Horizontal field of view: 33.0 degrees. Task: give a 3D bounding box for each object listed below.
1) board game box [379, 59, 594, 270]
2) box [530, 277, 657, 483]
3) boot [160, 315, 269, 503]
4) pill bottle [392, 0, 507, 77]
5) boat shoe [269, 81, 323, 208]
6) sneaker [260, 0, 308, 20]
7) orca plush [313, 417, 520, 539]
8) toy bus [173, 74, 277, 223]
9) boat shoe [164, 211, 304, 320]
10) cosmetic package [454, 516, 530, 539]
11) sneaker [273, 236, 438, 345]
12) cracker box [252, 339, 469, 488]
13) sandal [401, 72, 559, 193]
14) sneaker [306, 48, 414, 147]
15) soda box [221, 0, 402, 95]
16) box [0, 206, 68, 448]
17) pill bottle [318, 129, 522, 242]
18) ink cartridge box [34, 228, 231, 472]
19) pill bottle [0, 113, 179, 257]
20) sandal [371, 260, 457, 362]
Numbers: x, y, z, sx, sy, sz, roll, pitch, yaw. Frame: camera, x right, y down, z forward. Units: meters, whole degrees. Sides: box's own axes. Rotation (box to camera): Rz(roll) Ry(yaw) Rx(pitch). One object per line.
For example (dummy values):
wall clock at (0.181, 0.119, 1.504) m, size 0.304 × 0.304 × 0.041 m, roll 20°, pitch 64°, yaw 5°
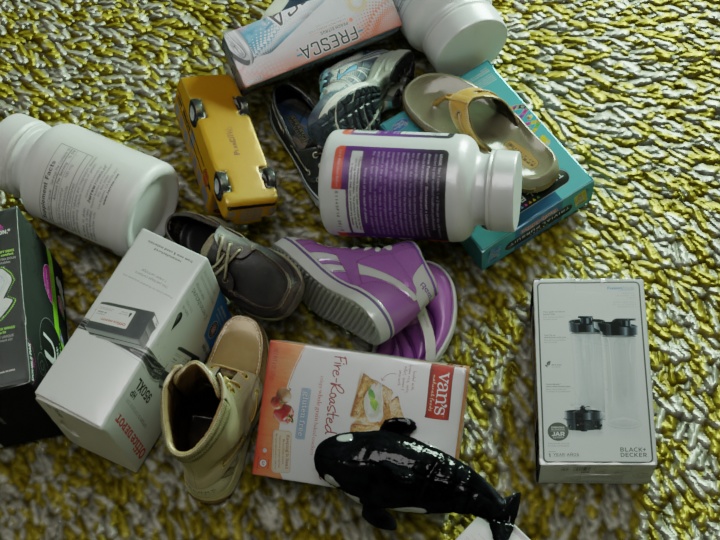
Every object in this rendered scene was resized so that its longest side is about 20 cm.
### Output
board game box at (0.138, -0.120, 1.355) m, size 0.150 × 0.047 × 0.200 m, roll -32°, pitch 65°, yaw -10°
box at (0.231, 0.109, 1.222) m, size 0.116 × 0.060 × 0.201 m, roll -1°, pitch 63°, yaw 5°
boot at (-0.142, 0.113, 1.202) m, size 0.072 × 0.156 × 0.201 m, roll 10°, pitch 64°, yaw 10°
pill bottle at (0.085, -0.329, 1.429) m, size 0.113 × 0.114 × 0.201 m, roll -25°, pitch 64°, yaw -7°
boat shoe at (-0.046, -0.132, 1.373) m, size 0.068 × 0.057 × 0.200 m, roll -32°, pitch 64°, yaw -11°
sneaker at (-0.041, -0.336, 1.471) m, size 0.084 × 0.075 × 0.201 m, roll 24°, pitch 78°, yaw 18°
orca plush at (0.047, 0.204, 1.124) m, size 0.199 × 0.071 × 0.106 m, roll 31°, pitch 93°, yaw 9°
toy bus at (-0.153, -0.133, 1.359) m, size 0.065 × 0.078 × 0.201 m, roll -7°, pitch 56°, yaw -24°
boat shoe at (-0.141, -0.006, 1.276) m, size 0.199 × 0.073 × 0.075 m, roll 27°, pitch 94°, yaw 41°
cosmetic package at (0.166, 0.318, 1.127) m, size 0.082 × 0.051 × 0.200 m, roll -40°, pitch 66°, yaw -17°
sneaker at (0.000, 0.001, 1.282) m, size 0.114 × 0.073 × 0.200 m, roll -37°, pitch 46°, yaw -22°
cracker box at (0.002, 0.148, 1.200) m, size 0.199 × 0.058 × 0.135 m, roll 7°, pitch 88°, yaw 9°
sandal at (0.133, -0.160, 1.318) m, size 0.200 × 0.054 × 0.080 m, roll 39°, pitch 73°, yaw 22°
sneaker at (-0.016, -0.193, 1.376) m, size 0.086 × 0.078 × 0.200 m, roll 15°, pitch 35°, yaw 25°
soda box at (-0.056, -0.270, 1.393) m, size 0.199 × 0.064 × 0.069 m, roll -24°, pitch 93°, yaw -9°
box at (-0.380, 0.064, 1.253) m, size 0.123 × 0.149 × 0.201 m, roll -12°, pitch 63°, yaw 1°
pill bottle at (0.064, -0.087, 1.260) m, size 0.199 × 0.112 × 0.112 m, roll 4°, pitch 63°, yaw 14°
ink cartridge box at (-0.224, 0.084, 1.231) m, size 0.084 × 0.145 × 0.201 m, roll 24°, pitch 68°, yaw 16°
pill bottle at (-0.312, -0.098, 1.349) m, size 0.199 × 0.115 × 0.115 m, roll 23°, pitch 67°, yaw 16°
sandal at (0.047, 0.076, 1.261) m, size 0.082 × 0.050 × 0.204 m, roll 17°, pitch 68°, yaw 13°
